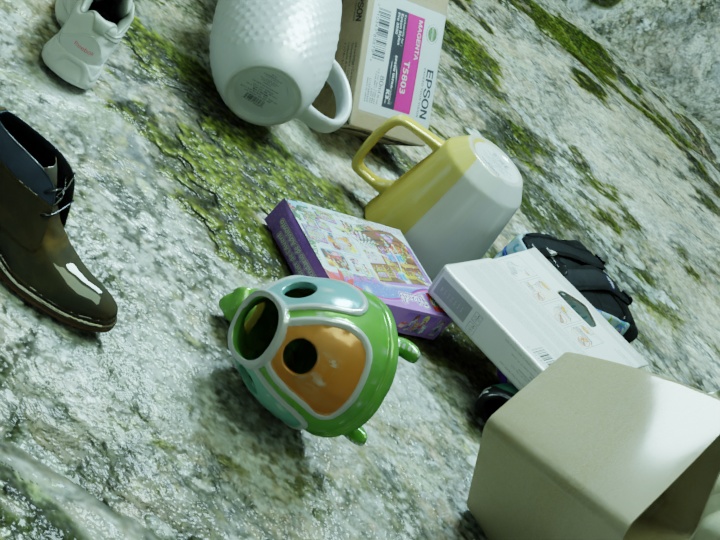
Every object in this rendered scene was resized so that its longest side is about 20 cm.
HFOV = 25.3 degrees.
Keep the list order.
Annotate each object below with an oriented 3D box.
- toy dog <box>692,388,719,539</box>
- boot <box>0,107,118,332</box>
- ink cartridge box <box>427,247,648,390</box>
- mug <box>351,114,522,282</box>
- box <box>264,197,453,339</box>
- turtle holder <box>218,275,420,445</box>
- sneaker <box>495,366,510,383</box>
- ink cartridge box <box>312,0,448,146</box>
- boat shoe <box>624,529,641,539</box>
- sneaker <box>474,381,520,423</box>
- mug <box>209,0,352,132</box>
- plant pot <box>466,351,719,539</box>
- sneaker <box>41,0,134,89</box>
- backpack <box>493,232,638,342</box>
[{"bbox_3d":[0.392,0.255,1.818,0.139,0.194,0.200,-5,58,-24],"label":"toy dog"},{"bbox_3d":[-0.259,-0.040,1.310,0.200,0.097,0.075,41,24,-6],"label":"boot"},{"bbox_3d":[0.197,0.064,1.766,0.176,0.045,0.200,-10,50,-49],"label":"ink cartridge box"},{"bbox_3d":[0.096,-0.084,1.871,0.186,0.153,0.150,27,30,-32],"label":"mug"},{"bbox_3d":[0.000,0.000,1.724,0.200,0.039,0.137,14,37,-49],"label":"box"},{"bbox_3d":[-0.048,0.059,1.430,0.132,0.141,0.186,24,32,-35],"label":"turtle holder"},{"bbox_3d":[0.239,0.165,1.797,0.200,0.070,0.100,35,28,-19],"label":"sneaker"},{"bbox_3d":[0.024,-0.265,2.001,0.075,0.200,0.165,8,0,39],"label":"ink cartridge box"},{"bbox_3d":[0.290,0.319,1.640,0.200,0.072,0.072,44,12,-3],"label":"boat shoe"},{"bbox_3d":[0.192,0.200,1.675,0.200,0.071,0.080,47,26,22],"label":"sneaker"},{"bbox_3d":[-0.084,-0.242,1.857,0.200,0.148,0.176,40,37,-29],"label":"mug"},{"bbox_3d":[0.215,0.197,1.516,0.177,0.200,0.200,35,50,25],"label":"plant pot"},{"bbox_3d":[-0.266,-0.268,1.662,0.078,0.099,0.200,33,26,-23],"label":"sneaker"},{"bbox_3d":[0.231,0.028,1.941,0.163,0.154,0.200,59,9,22],"label":"backpack"}]
